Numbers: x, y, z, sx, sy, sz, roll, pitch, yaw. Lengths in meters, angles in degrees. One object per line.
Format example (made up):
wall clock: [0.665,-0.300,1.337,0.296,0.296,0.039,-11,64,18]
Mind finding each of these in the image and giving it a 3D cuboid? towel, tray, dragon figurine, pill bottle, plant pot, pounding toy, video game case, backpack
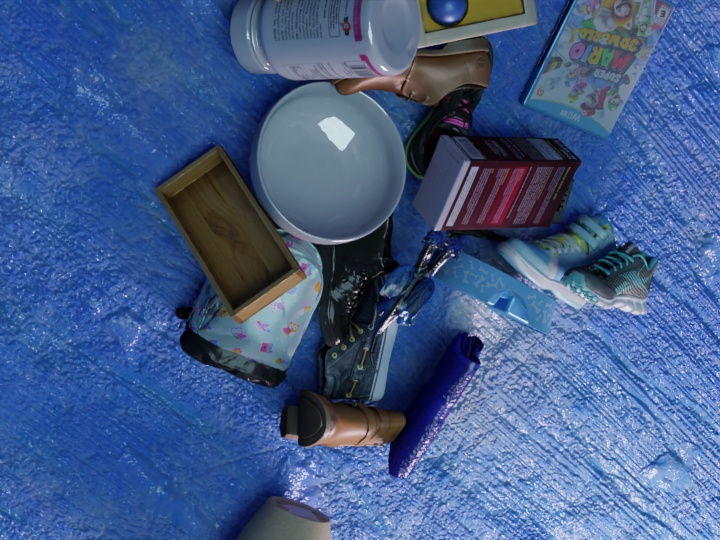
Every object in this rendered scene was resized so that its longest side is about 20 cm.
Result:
towel: [0.099,0.181,1.754,0.049,0.148,0.200,31,102,3]
tray: [-0.157,-0.045,1.536,0.099,0.200,0.037,-35,157,3]
dragon figurine: [0.059,0.028,1.614,0.059,0.099,0.200,36,74,5]
pill bottle: [-0.043,-0.276,1.455,0.113,0.199,0.114,-8,99,-57]
plant pot: [-0.117,0.426,1.775,0.187,0.187,0.201,20,91,-25]
pounding toy: [0.132,-0.369,1.495,0.199,0.142,0.185,-13,101,-13]
video game case: [0.312,-0.286,1.680,0.143,0.018,0.200,19,106,-26]
backpack: [-0.123,0.038,1.615,0.167,0.127,0.200,22,101,-22]

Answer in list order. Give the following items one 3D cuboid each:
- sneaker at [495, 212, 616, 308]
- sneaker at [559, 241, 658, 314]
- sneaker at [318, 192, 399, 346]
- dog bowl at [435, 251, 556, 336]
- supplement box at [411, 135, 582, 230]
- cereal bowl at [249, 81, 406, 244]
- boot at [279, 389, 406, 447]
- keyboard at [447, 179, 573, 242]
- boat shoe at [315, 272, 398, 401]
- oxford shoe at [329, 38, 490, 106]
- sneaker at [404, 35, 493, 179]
sneaker: [0.272,-0.036,1.733,0.200,0.080,0.131,26,101,-49]
sneaker: [0.338,0.001,1.713,0.200,0.077,0.091,7,109,-55]
sneaker: [0.001,0.000,1.646,0.104,0.060,0.201,0,95,13]
dog bowl: [0.182,0.027,1.727,0.200,0.111,0.050,27,88,-26]
supplement box: [0.175,-0.112,1.626,0.199,0.061,0.109,-2,129,-35]
cereal bowl: [-0.049,-0.127,1.571,0.199,0.083,0.201,4,80,-25]
boot: [-0.013,0.207,1.696,0.155,0.200,0.077,6,74,-15]
keyboard: [0.187,-0.090,1.724,0.199,0.021,0.127,10,109,-22]
boat shoe: [-0.006,0.088,1.708,0.091,0.071,0.201,0,113,-18]
oxford shoe: [0.063,-0.230,1.539,0.199,0.071,0.072,-10,94,-5]
sneaker: [0.123,-0.203,1.615,0.077,0.084,0.201,12,109,-24]
